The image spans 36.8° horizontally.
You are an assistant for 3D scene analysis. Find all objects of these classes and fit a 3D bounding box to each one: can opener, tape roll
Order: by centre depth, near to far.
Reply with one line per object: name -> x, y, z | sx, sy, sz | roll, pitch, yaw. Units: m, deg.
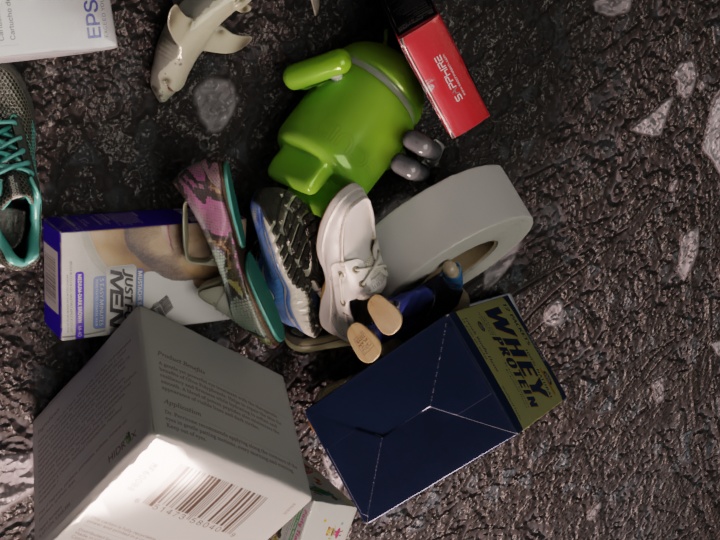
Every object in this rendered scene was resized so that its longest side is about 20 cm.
can opener -> 0.076, -0.116, 1.166 | 0.053, 0.066, 0.200 | -63, 168, 6
tape roll -> 0.092, -0.032, 1.214 | 0.200, 0.203, 0.071 | -25, 74, -25

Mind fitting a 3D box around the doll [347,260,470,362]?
doll -> 0.059, 0.046, 1.157 | 0.137, 0.048, 0.199 | -54, 161, 27

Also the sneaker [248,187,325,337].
sneaker -> -0.092, -0.007, 1.149 | 0.202, 0.088, 0.079 | 79, 29, -46

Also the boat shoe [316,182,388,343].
boat shoe -> 0.000, 0.000, 1.125 | 0.070, 0.069, 0.202 | -35, 144, -30

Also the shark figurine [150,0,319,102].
shark figurine -> -0.137, -0.272, 1.053 | 0.213, 0.090, 0.129 | -37, 157, -8

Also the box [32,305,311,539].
box -> -0.192, 0.186, 1.075 | 0.198, 0.173, 0.200 | 30, 117, -36

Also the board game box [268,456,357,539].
board game box -> -0.102, 0.276, 1.187 | 0.064, 0.199, 0.150 | 17, 98, -36

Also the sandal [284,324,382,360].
sandal -> 0.005, 0.076, 1.266 | 0.197, 0.080, 0.058 | -6, 113, -18

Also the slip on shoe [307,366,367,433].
slip on shoe -> 0.016, 0.155, 1.315 | 0.198, 0.061, 0.075 | -12, 69, -40

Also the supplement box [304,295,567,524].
supplement box -> 0.085, 0.142, 1.156 | 0.199, 0.136, 0.199 | -35, 170, 23

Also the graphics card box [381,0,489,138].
graphics card box -> 0.069, -0.239, 1.123 | 0.050, 0.201, 0.126 | -28, 123, 9

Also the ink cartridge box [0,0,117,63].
ink cartridge box -> -0.318, -0.280, 0.923 | 0.197, 0.040, 0.204 | -13, 102, -30

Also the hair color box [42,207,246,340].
hair color box -> -0.217, -0.001, 1.099 | 0.197, 0.064, 0.111 | -7, 109, -33

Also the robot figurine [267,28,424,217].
robot figurine -> -0.009, -0.154, 1.144 | 0.201, 0.115, 0.176 | -54, 138, -14

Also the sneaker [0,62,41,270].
sneaker -> -0.317, -0.092, 0.981 | 0.077, 0.091, 0.204 | -14, 114, -30

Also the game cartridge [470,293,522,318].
game cartridge -> 0.135, 0.111, 1.342 | 0.197, 0.040, 0.135 | -14, 75, -30

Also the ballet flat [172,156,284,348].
ballet flat -> -0.136, -0.011, 1.075 | 0.070, 0.069, 0.203 | -16, 108, 4
